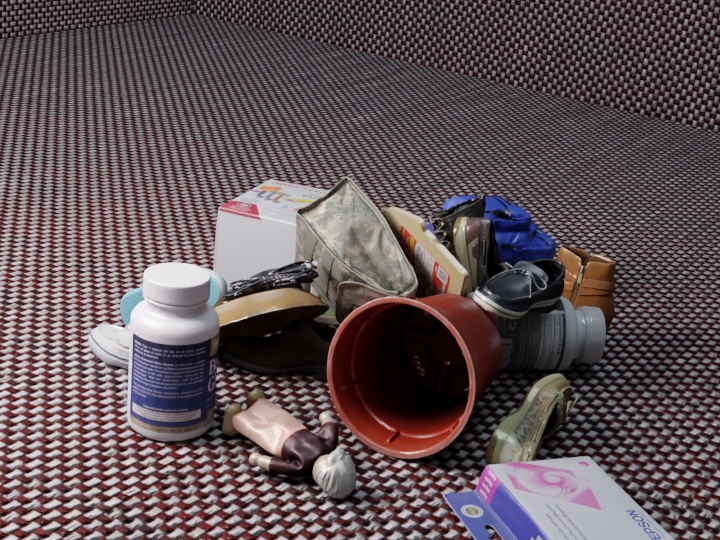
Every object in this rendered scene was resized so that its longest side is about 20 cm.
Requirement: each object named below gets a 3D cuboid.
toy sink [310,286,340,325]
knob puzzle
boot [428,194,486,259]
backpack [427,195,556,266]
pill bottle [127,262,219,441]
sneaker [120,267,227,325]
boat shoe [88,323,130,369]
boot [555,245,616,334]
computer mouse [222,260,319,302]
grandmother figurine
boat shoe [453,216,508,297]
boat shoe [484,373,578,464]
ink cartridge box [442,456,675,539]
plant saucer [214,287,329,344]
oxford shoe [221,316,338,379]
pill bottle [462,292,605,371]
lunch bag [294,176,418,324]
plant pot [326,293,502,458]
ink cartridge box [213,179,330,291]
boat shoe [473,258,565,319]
[{"bbox_3d":[0.024,0.014,1.915,0.198,0.132,0.112,7,21,0],"label":"toy sink"},{"bbox_3d":[0.082,-0.014,1.753,0.030,0.221,0.219,-31,36,-23],"label":"knob puzzle"},{"bbox_3d":[0.136,-0.008,1.894,0.199,0.176,0.069,-34,27,-33],"label":"boot"},{"bbox_3d":[0.227,-0.034,2.052,0.198,0.169,0.163,3,24,-27],"label":"backpack"},{"bbox_3d":[-0.230,0.098,1.520,0.110,0.202,0.111,5,21,-2],"label":"pill bottle"},{"bbox_3d":[-0.243,0.030,1.791,0.199,0.080,0.130,-13,3,36],"label":"sneaker"},{"bbox_3d":[-0.295,0.101,1.685,0.199,0.067,0.073,20,24,32],"label":"boat shoe"},{"bbox_3d":[0.296,0.035,1.898,0.198,0.156,0.074,12,22,15],"label":"boot"},{"bbox_3d":[-0.126,0.019,1.769,0.137,0.053,0.200,-15,-10,-3],"label":"computer mouse"},{"bbox_3d":[-0.076,0.211,1.483,0.121,0.061,0.199,-38,44,-23],"label":"grandmother figurine"},{"bbox_3d":[0.191,0.011,1.844,0.064,0.201,0.073,-4,33,28],"label":"boat shoe"},{"bbox_3d":[0.229,0.201,1.581,0.062,0.074,0.200,23,37,25],"label":"boat shoe"},{"bbox_3d":[0.223,0.281,1.399,0.198,0.044,0.196,-1,22,-22],"label":"ink cartridge box"},{"bbox_3d":[-0.143,0.061,1.719,0.198,0.036,0.200,-15,-10,-3],"label":"plant saucer"},{"bbox_3d":[-0.095,0.099,1.723,0.198,0.085,0.073,2,23,-5],"label":"oxford shoe"},{"bbox_3d":[0.253,0.091,1.804,0.198,0.112,0.111,3,21,-8],"label":"pill bottle"},{"bbox_3d":[0.000,0.000,1.748,0.117,0.164,0.200,-35,73,-18],"label":"lunch bag"},{"bbox_3d":[0.088,0.119,1.597,0.199,0.203,0.195,15,14,22],"label":"plant pot"},{"bbox_3d":[-0.131,-0.048,2.011,0.144,0.146,0.200,12,21,17],"label":"ink cartridge box"},{"bbox_3d":[0.224,0.020,1.709,0.074,0.063,0.199,36,28,30],"label":"boat shoe"}]
